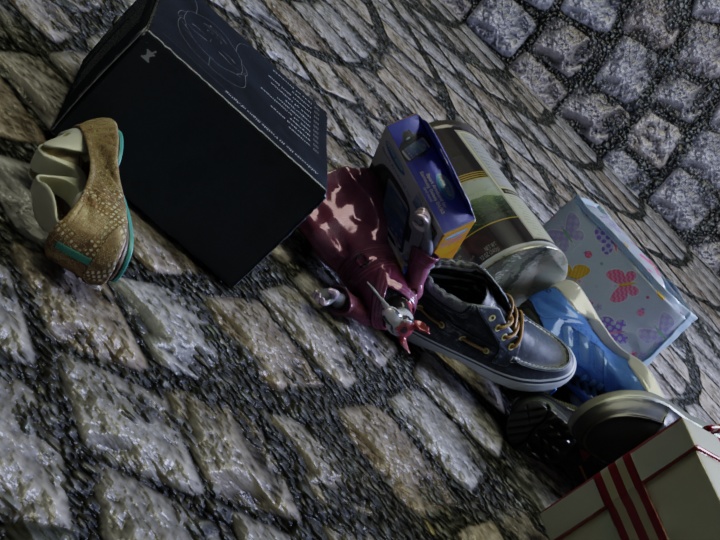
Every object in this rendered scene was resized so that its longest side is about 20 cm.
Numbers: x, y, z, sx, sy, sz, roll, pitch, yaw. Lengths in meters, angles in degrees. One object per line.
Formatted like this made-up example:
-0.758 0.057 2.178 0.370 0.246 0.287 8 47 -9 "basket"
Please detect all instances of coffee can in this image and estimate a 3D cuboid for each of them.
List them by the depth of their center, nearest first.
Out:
0.112 -0.043 1.736 0.146 0.146 0.200 24 27 -52 "coffee can"

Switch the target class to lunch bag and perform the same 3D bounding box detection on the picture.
0.276 0.040 1.909 0.200 0.170 0.127 49 14 23 "lunch bag"

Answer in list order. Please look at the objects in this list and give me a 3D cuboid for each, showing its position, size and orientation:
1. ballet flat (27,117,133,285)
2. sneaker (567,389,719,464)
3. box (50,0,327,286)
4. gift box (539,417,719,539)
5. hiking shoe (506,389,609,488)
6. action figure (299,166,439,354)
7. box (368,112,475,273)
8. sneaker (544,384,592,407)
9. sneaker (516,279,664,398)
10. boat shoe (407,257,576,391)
-0.203 -0.063 1.149 0.065 0.071 0.200 21 22 -25 "ballet flat"
0.292 0.184 1.528 0.200 0.075 0.106 18 35 -29 "sneaker"
-0.136 -0.124 1.352 0.200 0.124 0.197 41 15 -17 "box"
0.286 0.254 1.416 0.200 0.184 0.187 33 29 -47 "gift box"
0.233 0.183 1.622 0.200 0.076 0.101 42 20 -11 "hiking shoe"
0.000 0.000 1.499 0.149 0.134 0.200 95 -30 -62 "action figure"
0.053 -0.066 1.542 0.119 0.041 0.200 62 -14 13 "box"
0.253 0.153 1.762 0.200 0.081 0.147 44 24 -20 "sneaker"
0.221 0.108 1.648 0.200 0.111 0.077 56 -22 24 "sneaker"
0.132 0.054 1.552 0.200 0.091 0.071 19 54 -14 "boat shoe"
